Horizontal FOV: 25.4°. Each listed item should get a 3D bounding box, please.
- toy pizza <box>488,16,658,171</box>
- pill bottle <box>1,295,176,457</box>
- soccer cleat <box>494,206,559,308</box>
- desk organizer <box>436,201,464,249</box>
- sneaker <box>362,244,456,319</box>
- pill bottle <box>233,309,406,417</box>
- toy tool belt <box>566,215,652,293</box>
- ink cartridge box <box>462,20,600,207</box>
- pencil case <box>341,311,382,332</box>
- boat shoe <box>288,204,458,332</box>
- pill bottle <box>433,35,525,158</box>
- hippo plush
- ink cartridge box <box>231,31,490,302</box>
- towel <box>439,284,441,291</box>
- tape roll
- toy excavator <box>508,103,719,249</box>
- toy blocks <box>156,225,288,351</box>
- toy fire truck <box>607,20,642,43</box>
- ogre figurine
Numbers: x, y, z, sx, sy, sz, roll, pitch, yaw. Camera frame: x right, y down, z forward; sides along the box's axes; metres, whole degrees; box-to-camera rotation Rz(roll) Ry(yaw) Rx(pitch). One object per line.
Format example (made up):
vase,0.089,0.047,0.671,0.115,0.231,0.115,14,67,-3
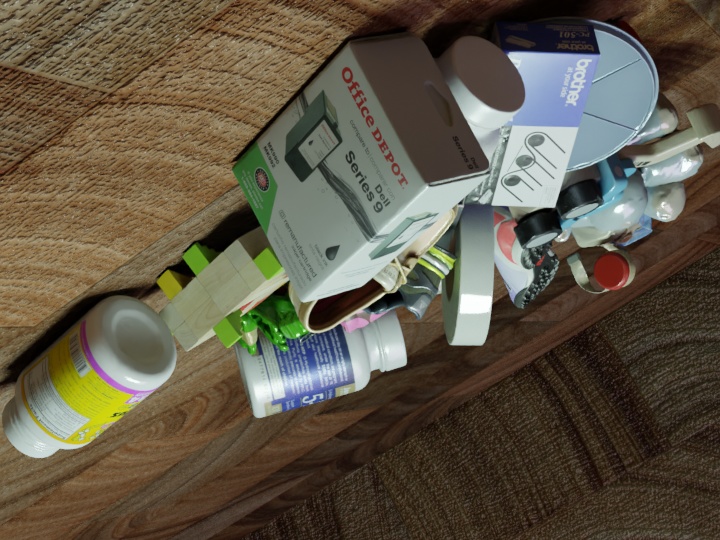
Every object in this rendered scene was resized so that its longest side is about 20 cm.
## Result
toy pizza,0.184,-0.170,1.531,0.199,0.032,0.201,-2,139,-2
pill bottle,-0.284,0.116,1.639,0.200,0.104,0.104,-38,165,35
soccer cleat,0.178,-0.020,1.814,0.068,0.073,0.200,-47,159,-11
desk organizer,0.060,-0.071,1.674,0.071,0.077,0.200,-1,164,-4
sneaker,0.000,0.000,1.656,0.200,0.081,0.074,8,159,39
pill bottle,-0.050,0.100,1.976,0.199,0.120,0.120,-15,166,-7
toy tool belt,0.309,-0.075,1.981,0.125,0.201,0.123,-27,168,34
ink cartridge box,0.155,-0.143,1.501,0.094,0.044,0.200,1,138,-8
pencil case,0.044,-0.014,1.902,0.200,0.094,0.091,-29,123,0
boat shoe,0.018,-0.006,1.562,0.200,0.069,0.074,-38,125,18
pill bottle,0.055,-0.121,1.441,0.111,0.112,0.200,-16,161,-45
hippo plush,0.269,-0.121,1.800,0.199,0.160,0.161,9,-159,31
ink cartridge box,-0.003,-0.088,1.366,0.084,0.146,0.200,-15,161,-43
towel,0.103,-0.051,1.826,0.200,0.034,0.133,-30,124,-1
tape roll,0.113,-0.021,1.708,0.037,0.204,0.203,0,164,-2
toy excavator,0.264,-0.114,1.684,0.200,0.100,0.194,-10,161,-43
toy blocks,-0.112,0.003,1.643,0.200,0.100,0.137,-40,175,40
toy fire truck,0.182,-0.178,1.634,0.200,0.049,0.141,-23,166,-26
ogre figurine,-0.077,0.031,1.768,0.120,0.098,0.200,-35,179,-22
